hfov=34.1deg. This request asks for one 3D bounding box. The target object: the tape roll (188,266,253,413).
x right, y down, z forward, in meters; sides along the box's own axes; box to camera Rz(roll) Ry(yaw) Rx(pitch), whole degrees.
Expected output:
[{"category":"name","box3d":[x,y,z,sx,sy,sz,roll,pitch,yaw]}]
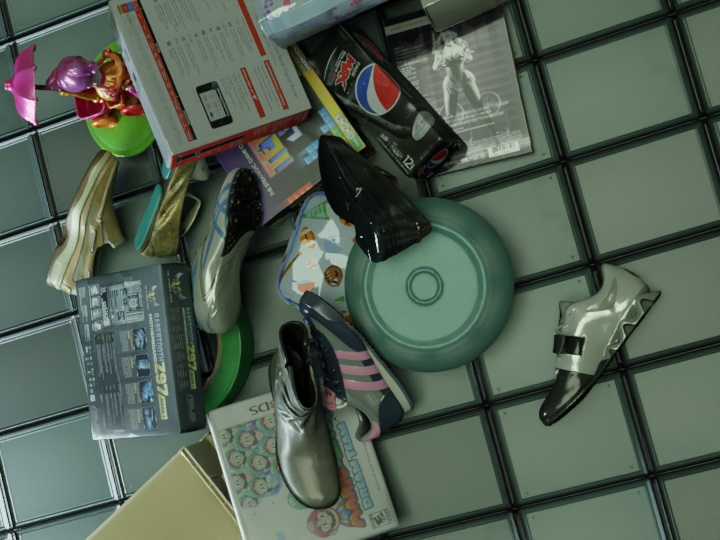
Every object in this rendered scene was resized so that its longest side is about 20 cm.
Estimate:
[{"category":"tape roll","box3d":[-0.235,0.095,1.479,0.198,0.048,0.203,0,88,15]}]

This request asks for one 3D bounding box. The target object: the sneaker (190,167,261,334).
[{"category":"sneaker","box3d":[-0.169,-0.026,1.404,0.072,0.072,0.202,13,92,30]}]

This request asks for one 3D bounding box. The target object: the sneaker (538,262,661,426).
[{"category":"sneaker","box3d":[0.250,0.082,1.342,0.088,0.074,0.201,35,88,13]}]

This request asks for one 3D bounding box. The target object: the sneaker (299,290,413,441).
[{"category":"sneaker","box3d":[-0.021,0.116,1.358,0.082,0.070,0.200,-42,110,-11]}]

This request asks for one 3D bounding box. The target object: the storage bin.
[{"category":"storage bin","box3d":[-0.209,0.345,1.444,0.200,0.094,0.199,-42,80,10]}]

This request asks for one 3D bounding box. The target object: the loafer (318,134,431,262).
[{"category":"loafer","box3d":[0.010,-0.088,1.334,0.072,0.073,0.201,-15,50,-19]}]

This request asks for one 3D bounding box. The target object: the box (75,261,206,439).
[{"category":"box","box3d":[-0.266,0.099,1.411,0.157,0.051,0.202,-10,87,37]}]

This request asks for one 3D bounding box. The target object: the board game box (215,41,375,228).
[{"category":"board game box","box3d":[-0.104,-0.181,1.447,0.165,0.057,0.201,-36,80,10]}]

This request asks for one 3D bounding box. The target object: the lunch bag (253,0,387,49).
[{"category":"lunch bag","box3d":[-0.036,-0.348,1.349,0.168,0.201,0.128,-22,119,15]}]

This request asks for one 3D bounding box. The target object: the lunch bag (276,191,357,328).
[{"category":"lunch bag","box3d":[0.000,0.000,1.407,0.198,0.076,0.162,20,96,14]}]

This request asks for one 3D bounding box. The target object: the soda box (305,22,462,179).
[{"category":"soda box","box3d":[0.027,-0.201,1.391,0.063,0.071,0.200,-46,72,20]}]

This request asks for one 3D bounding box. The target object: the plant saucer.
[{"category":"plant saucer","box3d":[0.075,0.017,1.335,0.198,0.036,0.202,0,91,10]}]

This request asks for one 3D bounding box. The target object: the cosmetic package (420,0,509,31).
[{"category":"cosmetic package","box3d":[0.094,-0.399,1.373,0.103,0.087,0.202,-22,78,12]}]

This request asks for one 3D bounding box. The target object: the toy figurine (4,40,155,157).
[{"category":"toy figurine","box3d":[-0.328,-0.222,1.413,0.198,0.183,0.152,-13,85,33]}]

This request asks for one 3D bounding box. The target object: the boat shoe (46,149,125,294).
[{"category":"boat shoe","box3d":[-0.334,-0.056,1.495,0.076,0.072,0.201,24,116,-3]}]

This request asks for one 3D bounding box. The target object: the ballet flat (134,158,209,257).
[{"category":"ballet flat","box3d":[-0.225,-0.107,1.463,0.070,0.071,0.202,25,107,14]}]

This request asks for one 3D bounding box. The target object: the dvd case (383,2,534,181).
[{"category":"dvd case","box3d":[0.116,-0.222,1.410,0.147,0.016,0.202,-12,86,15]}]

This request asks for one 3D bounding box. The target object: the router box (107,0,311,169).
[{"category":"router box","box3d":[-0.177,-0.242,1.372,0.178,0.049,0.202,-20,81,-17]}]

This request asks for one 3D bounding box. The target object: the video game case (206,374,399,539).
[{"category":"video game case","box3d":[-0.069,0.237,1.393,0.180,0.024,0.202,-16,75,-12]}]

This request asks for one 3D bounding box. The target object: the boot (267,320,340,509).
[{"category":"boot","box3d":[-0.067,0.167,1.335,0.067,0.131,0.202,-13,74,-11]}]
